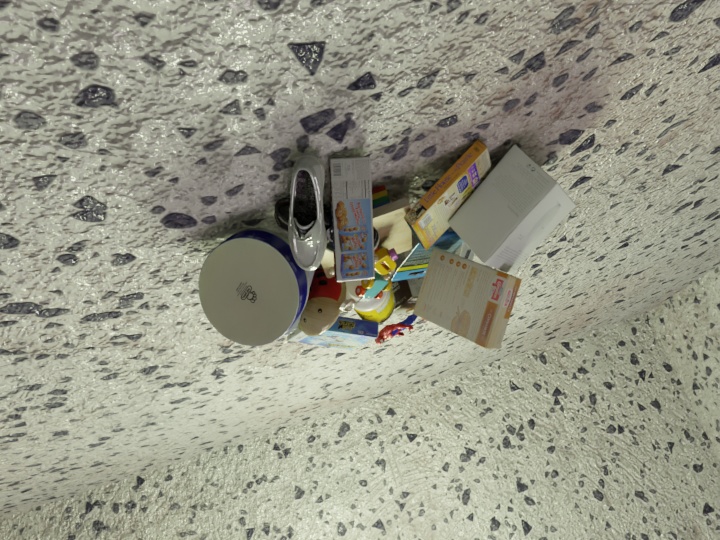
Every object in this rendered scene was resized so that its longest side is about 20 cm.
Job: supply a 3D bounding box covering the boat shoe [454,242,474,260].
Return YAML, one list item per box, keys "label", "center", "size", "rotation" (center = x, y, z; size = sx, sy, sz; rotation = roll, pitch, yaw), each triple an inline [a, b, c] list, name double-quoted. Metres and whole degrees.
- label: "boat shoe"
  center: [0.251, -0.076, 1.351]
  size: [0.070, 0.066, 0.204]
  rotation: [-11, 135, -25]

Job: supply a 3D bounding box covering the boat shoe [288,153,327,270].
- label: "boat shoe"
  center: [-0.088, -0.084, 0.924]
  size: [0.069, 0.069, 0.206]
  rotation: [13, 120, 4]

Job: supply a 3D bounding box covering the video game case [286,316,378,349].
- label: "video game case"
  center: [-0.075, 0.161, 1.470]
  size: [0.193, 0.047, 0.181]
  rotation: [11, 160, -21]

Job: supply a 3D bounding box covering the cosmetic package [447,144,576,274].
- label: "cosmetic package"
  center: [0.310, -0.115, 1.148]
  size: [0.201, 0.124, 0.197]
  rotation: [-50, 152, 16]

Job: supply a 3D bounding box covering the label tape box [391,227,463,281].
- label: "label tape box"
  center: [0.153, -0.057, 1.315]
  size: [0.140, 0.065, 0.201]
  rotation: [-8, 155, -26]

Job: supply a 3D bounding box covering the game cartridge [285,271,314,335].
- label: "game cartridge"
  center: [-0.164, 0.044, 1.143]
  size: [0.131, 0.041, 0.206]
  rotation: [-5, 122, -47]

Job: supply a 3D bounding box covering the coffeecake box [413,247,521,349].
- label: "coffeecake box"
  center: [0.229, 0.058, 1.222]
  size: [0.072, 0.197, 0.159]
  rotation: [10, 100, -51]

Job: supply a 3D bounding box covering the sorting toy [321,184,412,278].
- label: "sorting toy"
  center: [0.001, -0.081, 1.130]
  size: [0.194, 0.072, 0.200]
  rotation: [-19, 158, -1]

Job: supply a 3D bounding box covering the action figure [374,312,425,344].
- label: "action figure"
  center: [0.112, 0.150, 1.499]
  size: [0.196, 0.053, 0.065]
  rotation: [-21, 168, -35]

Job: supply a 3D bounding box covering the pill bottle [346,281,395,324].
- label: "pill bottle"
  center: [0.022, 0.056, 1.404]
  size: [0.109, 0.116, 0.201]
  rotation: [-20, 157, 5]

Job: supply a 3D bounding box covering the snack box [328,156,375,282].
- label: "snack box"
  center: [-0.014, -0.086, 0.957]
  size: [0.069, 0.208, 0.024]
  rotation: [-5, -168, -12]

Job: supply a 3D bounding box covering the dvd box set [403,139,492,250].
- label: "dvd box set"
  center: [0.175, -0.140, 1.092]
  size: [0.200, 0.029, 0.146]
  rotation: [-46, 156, 2]

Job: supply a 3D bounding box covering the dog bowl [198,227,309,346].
- label: "dog bowl"
  center: [-0.195, 0.031, 1.039]
  size: [0.195, 0.205, 0.079]
  rotation: [-24, -170, 14]

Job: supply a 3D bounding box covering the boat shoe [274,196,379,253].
- label: "boat shoe"
  center: [-0.060, -0.082, 0.995]
  size: [0.194, 0.076, 0.061]
  rotation: [19, 161, 6]

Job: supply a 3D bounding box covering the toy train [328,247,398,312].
- label: "toy train"
  center: [0.000, 0.000, 1.141]
  size: [0.145, 0.057, 0.202]
  rotation: [-18, 149, -12]

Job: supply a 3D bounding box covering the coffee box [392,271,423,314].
- label: "coffee box"
  center: [0.166, 0.061, 1.574]
  size: [0.195, 0.082, 0.114]
  rotation: [2, 150, -41]

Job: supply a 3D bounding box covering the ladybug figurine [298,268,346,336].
- label: "ladybug figurine"
  center: [-0.096, 0.060, 1.262]
  size: [0.134, 0.202, 0.072]
  rotation: [-35, 117, 15]
